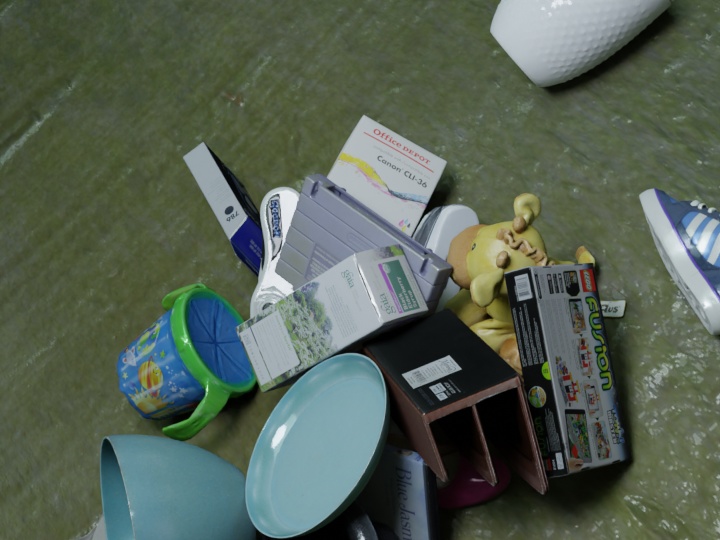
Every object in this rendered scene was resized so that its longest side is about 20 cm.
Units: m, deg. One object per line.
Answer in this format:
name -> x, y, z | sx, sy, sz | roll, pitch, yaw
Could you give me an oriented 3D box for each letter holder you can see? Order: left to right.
letter holder -> 0.093, 0.146, 1.549 | 0.100, 0.143, 0.200 | -22, 22, -9

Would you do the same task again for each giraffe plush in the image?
giraffe plush -> 0.155, 0.013, 1.649 | 0.199, 0.162, 0.173 | -16, 52, 23

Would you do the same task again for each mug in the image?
mug -> 0.242, -0.311, 1.843 | 0.175, 0.148, 0.200 | -41, 17, 11

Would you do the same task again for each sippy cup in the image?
sippy cup -> -0.209, 0.108, 1.845 | 0.130, 0.140, 0.178 | -31, 9, 25

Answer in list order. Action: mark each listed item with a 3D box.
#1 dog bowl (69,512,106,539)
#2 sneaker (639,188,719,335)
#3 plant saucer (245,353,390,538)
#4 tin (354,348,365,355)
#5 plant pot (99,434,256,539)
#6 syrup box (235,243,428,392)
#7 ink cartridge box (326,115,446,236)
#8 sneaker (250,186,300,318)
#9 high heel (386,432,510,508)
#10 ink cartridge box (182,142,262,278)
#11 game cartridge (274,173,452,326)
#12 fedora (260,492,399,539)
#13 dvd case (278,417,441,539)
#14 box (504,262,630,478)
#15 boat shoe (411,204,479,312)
dog bowl -> -0.233, 0.309, 1.764 | 0.199, 0.059, 0.201 | -16, 54, 22
sneaker -> 0.383, -0.033, 1.602 | 0.146, 0.081, 0.200 | -26, 46, 4
plant saucer -> -0.038, 0.176, 1.560 | 0.200, 0.027, 0.201 | -36, 36, 31
tin -> -0.021, 0.100, 1.754 | 0.112, 0.042, 0.201 | -48, 35, 45
plant pot -> -0.183, 0.259, 1.624 | 0.134, 0.201, 0.200 | -8, 46, -18
syrup box -> -0.032, 0.051, 1.649 | 0.200, 0.081, 0.079 | -31, 78, 39
ink cartridge box -> 0.020, -0.095, 1.817 | 0.116, 0.068, 0.200 | 29, 59, -4
sneaker -> -0.080, 0.009, 1.856 | 0.073, 0.112, 0.201 | 3, 83, 9
high heel -> 0.053, 0.194, 1.636 | 0.199, 0.096, 0.068 | 6, 63, 35
ink cartridge box -> -0.149, -0.065, 1.936 | 0.039, 0.099, 0.200 | -35, 48, 5
game cartridge -> 0.000, 0.000, 1.686 | 0.200, 0.038, 0.130 | 36, 124, 29
fedora -> -0.020, 0.310, 1.584 | 0.200, 0.091, 0.201 | -7, 81, 50
dvd case -> -0.002, 0.235, 1.628 | 0.199, 0.143, 0.018 | 12, 28, 37
box -> 0.203, 0.095, 1.542 | 0.035, 0.110, 0.201 | -15, 81, 41
boat shoe -> 0.066, 0.017, 1.768 | 0.068, 0.072, 0.201 | 5, 71, 58
